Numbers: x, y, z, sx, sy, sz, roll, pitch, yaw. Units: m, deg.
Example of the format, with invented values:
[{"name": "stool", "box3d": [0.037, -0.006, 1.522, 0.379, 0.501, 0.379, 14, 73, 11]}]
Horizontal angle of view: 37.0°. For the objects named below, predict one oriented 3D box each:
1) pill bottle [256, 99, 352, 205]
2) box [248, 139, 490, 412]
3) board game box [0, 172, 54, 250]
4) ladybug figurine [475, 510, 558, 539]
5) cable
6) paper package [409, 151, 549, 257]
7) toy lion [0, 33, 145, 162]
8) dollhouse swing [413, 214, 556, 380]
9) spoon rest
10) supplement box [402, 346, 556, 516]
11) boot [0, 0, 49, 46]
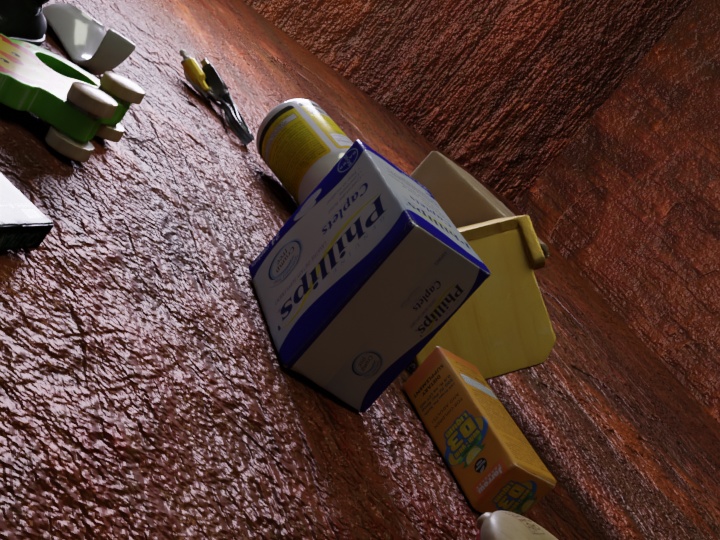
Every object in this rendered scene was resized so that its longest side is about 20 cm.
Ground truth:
[{"name": "pill bottle", "box3d": [-0.055, -0.143, 1.498, 0.112, 0.112, 0.200, 25, 20, -49]}, {"name": "box", "box3d": [0.000, 0.000, 1.049, 0.105, 0.184, 0.200, 34, 14, -30]}, {"name": "board game box", "box3d": [-0.311, -0.064, 0.720, 0.135, 0.028, 0.200, 43, 13, 10]}, {"name": "ladybug figurine", "box3d": [0.151, 0.271, 0.823, 0.200, 0.072, 0.136, 49, 16, 32]}, {"name": "cable", "box3d": [-0.217, -0.252, 1.653, 0.200, 0.050, 0.097, 61, 4, 26]}, {"name": "paper package", "box3d": [0.123, -0.030, 1.484, 0.200, 0.191, 0.103, 47, 11, 22]}, {"name": "toy lion", "box3d": [-0.325, -0.191, 1.058, 0.191, 0.069, 0.200, 31, 14, -6]}, {"name": "dollhouse swing", "box3d": [0.118, 0.040, 1.318, 0.182, 0.200, 0.176, 179, -104, -78]}, {"name": "spoon rest", "box3d": [-0.345, -0.289, 1.349, 0.099, 0.061, 0.200, 32, 2, -37]}, {"name": "supplement box", "box3d": [0.117, 0.165, 1.097, 0.069, 0.067, 0.200, 31, 15, -36]}, {"name": "boot", "box3d": [-0.335, -0.338, 1.184, 0.066, 0.200, 0.165, 37, 13, -13]}]
